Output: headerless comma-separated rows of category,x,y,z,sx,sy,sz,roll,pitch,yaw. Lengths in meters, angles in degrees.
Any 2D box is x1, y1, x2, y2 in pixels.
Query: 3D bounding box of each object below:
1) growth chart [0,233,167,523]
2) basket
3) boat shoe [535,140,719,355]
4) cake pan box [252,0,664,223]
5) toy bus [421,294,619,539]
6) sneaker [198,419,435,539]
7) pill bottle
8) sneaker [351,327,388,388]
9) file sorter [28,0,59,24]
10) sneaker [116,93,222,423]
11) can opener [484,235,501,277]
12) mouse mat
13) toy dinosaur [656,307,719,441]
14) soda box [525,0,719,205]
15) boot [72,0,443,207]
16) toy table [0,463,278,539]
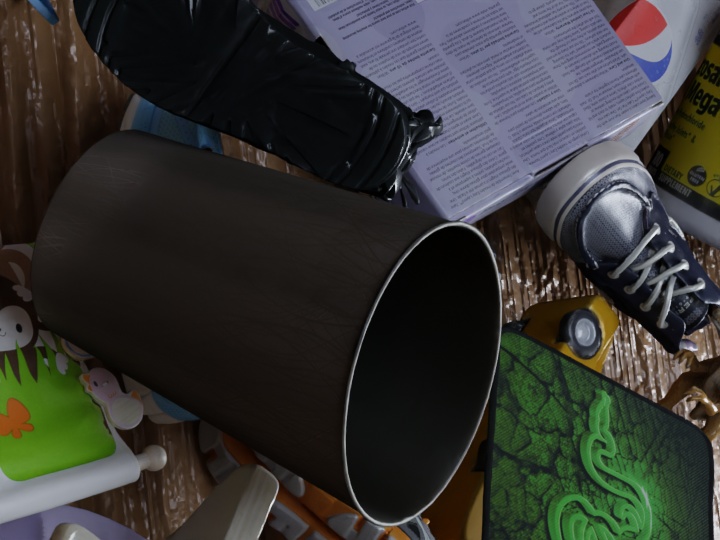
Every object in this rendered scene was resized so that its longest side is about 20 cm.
growth chart,-0.192,0.037,1.293,0.145,0.018,0.200,-26,79,-43
basket,-0.050,0.017,1.259,0.136,0.200,0.180,-52,150,-27
boat shoe,0.173,-0.009,1.552,0.093,0.075,0.200,48,5,23
cake pan box,0.055,-0.126,1.505,0.200,0.052,0.184,-31,79,-35
toy bus,0.096,0.105,1.538,0.078,0.065,0.200,51,53,-22
sneaker,0.001,0.135,1.416,0.200,0.078,0.077,51,38,5
pill bottle,0.269,-0.109,1.646,0.112,0.112,0.200,21,101,-37
sneaker,0.001,0.055,1.407,0.200,0.071,0.099,66,17,-69
file sorter,-0.131,-0.241,1.303,0.200,0.123,0.139,-41,114,1
sneaker,-0.077,-0.019,1.381,0.078,0.090,0.201,5,82,-68
can opener,0.000,0.000,1.493,0.200,0.053,0.067,7,43,-42
mouse mat,0.138,0.131,1.459,0.161,0.008,0.200,27,41,-19
toy dinosaur,0.223,0.084,1.615,0.106,0.200,0.060,-34,73,-10
soda box,0.163,-0.131,1.641,0.063,0.068,0.200,53,53,-20
boot,-0.049,-0.099,1.319,0.198,0.162,0.073,31,94,2
toy table,-0.110,0.188,1.307,0.200,0.117,0.184,26,65,-34
